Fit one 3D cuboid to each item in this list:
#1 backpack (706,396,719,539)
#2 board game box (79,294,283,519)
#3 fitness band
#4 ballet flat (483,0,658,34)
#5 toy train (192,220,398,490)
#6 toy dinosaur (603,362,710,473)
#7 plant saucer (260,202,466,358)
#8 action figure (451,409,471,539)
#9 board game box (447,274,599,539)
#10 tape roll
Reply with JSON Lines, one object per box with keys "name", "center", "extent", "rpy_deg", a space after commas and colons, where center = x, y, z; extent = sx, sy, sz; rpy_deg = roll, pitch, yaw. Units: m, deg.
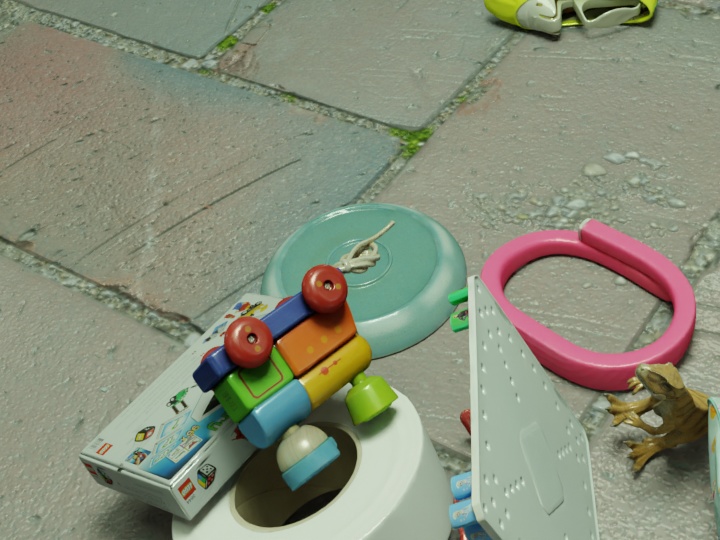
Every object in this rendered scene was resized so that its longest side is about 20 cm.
{"name": "backpack", "center": [0.296, 0.156, 0.779], "extent": [0.124, 0.169, 0.201], "rpy_deg": [-5, 37, 15]}
{"name": "board game box", "center": [-0.107, 0.096, 0.912], "extent": [0.125, 0.035, 0.200], "rpy_deg": [6, 42, 47]}
{"name": "fitness band", "center": [0.195, 0.025, 1.022], "extent": [0.143, 0.038, 0.199], "rpy_deg": [-37, 47, -24]}
{"name": "ballet flat", "center": [0.238, -0.299, 1.335], "extent": [0.196, 0.067, 0.068], "rpy_deg": [-3, 57, 9]}
{"name": "toy train", "center": [-0.011, 0.056, 0.846], "extent": [0.199, 0.085, 0.116], "rpy_deg": [-34, 86, -30]}
{"name": "toy dinosaur", "center": [0.248, 0.109, 0.889], "extent": [0.105, 0.199, 0.061], "rpy_deg": [-24, 68, 32]}
{"name": "plant saucer", "center": [0.000, 0.000, 1.102], "extent": [0.196, 0.028, 0.202], "rpy_deg": [-7, 43, 6]}
{"name": "action figure", "center": [0.103, 0.184, 0.867], "extent": [0.064, 0.052, 0.202], "rpy_deg": [-12, 45, 12]}
{"name": "board game box", "center": [0.114, 0.138, 0.810], "extent": [0.026, 0.201, 0.202], "rpy_deg": [-22, 38, 23]}
{"name": "tape roll", "center": [-0.034, 0.172, 0.857], "extent": [0.199, 0.072, 0.204], "rpy_deg": [-19, 31, 11]}
